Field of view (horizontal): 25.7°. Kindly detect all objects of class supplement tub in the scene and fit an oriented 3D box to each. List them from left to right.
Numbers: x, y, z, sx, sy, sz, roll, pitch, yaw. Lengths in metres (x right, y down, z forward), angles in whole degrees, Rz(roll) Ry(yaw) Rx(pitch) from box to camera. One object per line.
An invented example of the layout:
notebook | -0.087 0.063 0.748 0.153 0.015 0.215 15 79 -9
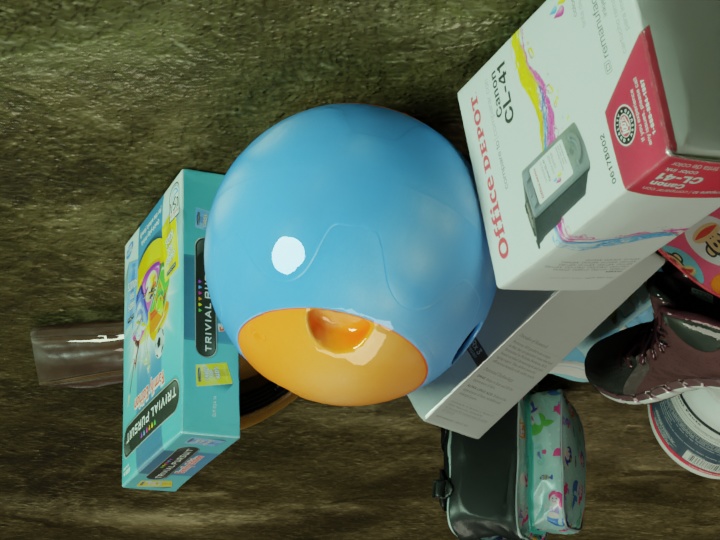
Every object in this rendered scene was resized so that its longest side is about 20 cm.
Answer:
supplement tub | 0.349 0.102 1.453 0.138 0.142 0.200 -2 158 -2

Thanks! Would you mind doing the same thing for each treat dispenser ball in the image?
treat dispenser ball | -0.006 -0.011 1.058 0.198 0.203 0.201 -2 158 -1

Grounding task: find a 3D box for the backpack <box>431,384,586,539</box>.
backpack | 0.160 0.207 1.641 0.148 0.180 0.200 -1 162 10

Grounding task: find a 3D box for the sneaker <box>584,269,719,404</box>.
sneaker | 0.229 0.040 1.188 0.199 0.076 0.115 -9 138 47

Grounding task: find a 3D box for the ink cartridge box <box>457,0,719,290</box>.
ink cartridge box | 0.148 -0.089 0.950 0.085 0.149 0.200 1 157 -27

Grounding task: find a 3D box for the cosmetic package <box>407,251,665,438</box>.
cosmetic package | 0.108 0.013 1.143 0.200 0.113 0.081 -48 142 17

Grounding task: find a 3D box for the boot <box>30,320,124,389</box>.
boot | -0.189 0.089 1.459 0.198 0.065 0.187 -13 142 17

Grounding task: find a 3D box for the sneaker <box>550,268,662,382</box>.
sneaker | 0.173 0.023 1.285 0.131 0.080 0.199 -46 152 24

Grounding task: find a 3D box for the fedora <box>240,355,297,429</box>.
fedora | -0.090 0.051 1.315 0.199 0.082 0.201 -32 155 -17

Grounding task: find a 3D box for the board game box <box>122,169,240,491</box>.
board game box | -0.137 0.048 1.186 0.046 0.202 0.151 7 155 -23

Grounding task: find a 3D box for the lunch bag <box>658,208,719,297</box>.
lunch bag | 0.242 -0.081 1.023 0.176 0.082 0.200 39 148 -6
